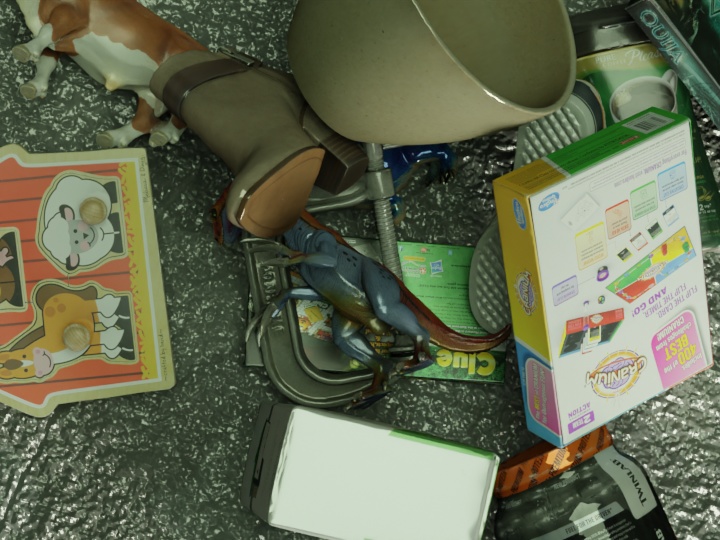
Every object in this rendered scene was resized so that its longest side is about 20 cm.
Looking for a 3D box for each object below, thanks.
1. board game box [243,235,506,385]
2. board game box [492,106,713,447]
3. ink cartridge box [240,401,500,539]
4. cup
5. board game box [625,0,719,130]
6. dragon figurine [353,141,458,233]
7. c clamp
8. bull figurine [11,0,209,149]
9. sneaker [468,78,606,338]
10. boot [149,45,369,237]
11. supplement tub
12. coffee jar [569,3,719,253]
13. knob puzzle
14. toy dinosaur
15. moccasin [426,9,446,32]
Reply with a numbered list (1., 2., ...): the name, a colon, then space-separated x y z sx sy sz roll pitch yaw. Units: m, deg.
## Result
1. board game box: 0.013 0.028 1.527 0.199 0.023 0.105 5 82 -9
2. board game box: 0.175 0.005 1.438 0.153 0.040 0.201 -24 119 -28
3. ink cartridge box: 0.000 0.147 1.423 0.145 0.200 0.085 14 85 -7
4. cup: 0.033 -0.167 1.408 0.200 0.143 0.201 31 44 -36
5. board game box: 0.290 -0.164 1.541 0.200 0.028 0.135 49 47 -17
6. dragon figurine: 0.019 -0.095 1.519 0.200 0.059 0.100 -40 100 -4
7. c clamp: 0.000 0.000 1.484 0.170 0.027 0.201 -4 98 -3
8. bull figurine: -0.194 -0.167 1.479 0.199 0.065 0.122 29 54 -11
9. sneaker: 0.138 -0.047 1.494 0.078 0.079 0.201 23 119 13
10. boot: -0.086 -0.096 1.406 0.146 0.200 0.070 36 112 15
11. supplement tub: 0.176 0.220 1.483 0.122 0.123 0.201 -24 89 -12
12. coffee jar: 0.211 -0.103 1.545 0.104 0.085 0.201 -11 86 -5
13. knob puzzle: -0.242 0.009 1.456 0.218 0.030 0.221 0 98 0
14. toy dinosaur: -0.022 0.007 1.457 0.199 0.105 0.182 -12 69 -43
15. moccasin: 0.059 -0.192 1.522 0.201 0.074 0.078 28 117 -12
